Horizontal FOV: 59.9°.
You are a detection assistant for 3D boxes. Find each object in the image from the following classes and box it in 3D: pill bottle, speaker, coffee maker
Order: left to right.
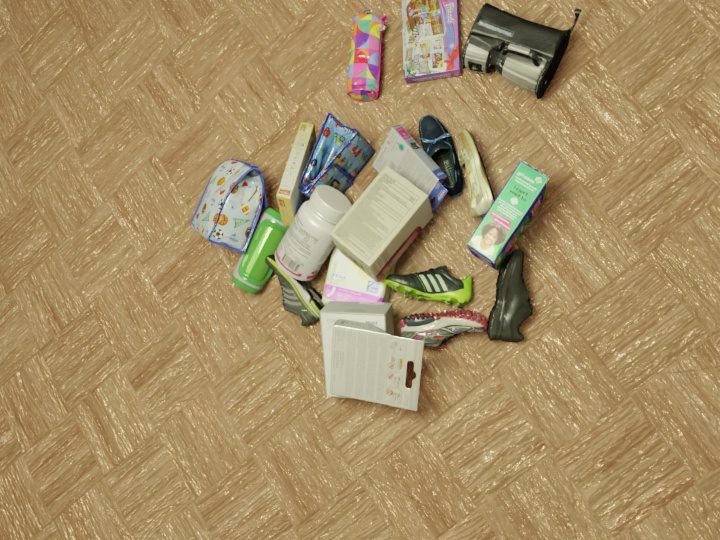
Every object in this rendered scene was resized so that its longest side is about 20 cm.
[{"bbox_3d":[-0.239,-0.048,1.527,0.087,0.088,0.203,28,92,18],"label":"speaker"},{"bbox_3d":[-0.106,-0.086,1.422,0.113,0.113,0.201,45,120,17],"label":"pill bottle"},{"bbox_3d":[0.349,-0.504,1.384,0.197,0.135,0.194,29,69,17],"label":"coffee maker"}]

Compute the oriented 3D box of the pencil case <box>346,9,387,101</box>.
[{"bbox_3d":[0.014,-0.514,1.502,0.086,0.088,0.205,5,87,18],"label":"pencil case"}]

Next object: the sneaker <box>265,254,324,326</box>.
[{"bbox_3d":[-0.165,0.050,1.482,0.081,0.074,0.201,-39,91,17],"label":"sneaker"}]

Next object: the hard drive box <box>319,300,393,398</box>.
[{"bbox_3d":[-0.003,0.178,1.395,0.152,0.077,0.205,2,107,17],"label":"hard drive box"}]

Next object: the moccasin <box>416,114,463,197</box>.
[{"bbox_3d":[0.188,-0.271,1.425,0.079,0.068,0.203,-28,77,12],"label":"moccasin"}]

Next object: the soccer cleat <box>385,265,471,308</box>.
[{"bbox_3d":[0.154,0.026,1.399,0.195,0.068,0.083,12,74,1],"label":"soccer cleat"}]

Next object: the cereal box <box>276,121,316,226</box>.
[{"bbox_3d":[-0.144,-0.220,1.455,0.039,0.145,0.204,13,67,6],"label":"cereal box"}]

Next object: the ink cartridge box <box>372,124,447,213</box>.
[{"bbox_3d":[0.119,-0.217,1.426,0.201,0.041,0.120,52,138,18],"label":"ink cartridge box"}]

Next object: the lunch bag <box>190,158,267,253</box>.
[{"bbox_3d":[-0.310,-0.165,1.515,0.169,0.122,0.204,25,95,54],"label":"lunch bag"}]

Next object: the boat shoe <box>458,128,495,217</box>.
[{"bbox_3d":[0.247,-0.219,1.397,0.062,0.073,0.205,-20,76,17],"label":"boat shoe"}]

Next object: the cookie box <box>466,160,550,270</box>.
[{"bbox_3d":[0.311,-0.110,1.315,0.074,0.171,0.202,33,94,15],"label":"cookie box"}]

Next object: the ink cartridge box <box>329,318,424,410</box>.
[{"bbox_3d":[0.034,0.199,1.326,0.195,0.050,0.165,8,108,11],"label":"ink cartridge box"}]

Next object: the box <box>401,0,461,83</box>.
[{"bbox_3d":[0.167,-0.555,1.479,0.133,0.039,0.205,-3,83,18],"label":"box"}]

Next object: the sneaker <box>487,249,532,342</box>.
[{"bbox_3d":[0.331,0.057,1.346,0.089,0.076,0.205,11,100,6],"label":"sneaker"}]

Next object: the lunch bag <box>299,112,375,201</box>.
[{"bbox_3d":[-0.070,-0.238,1.459,0.093,0.150,0.202,34,94,18],"label":"lunch bag"}]

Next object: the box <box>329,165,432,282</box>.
[{"bbox_3d":[0.048,-0.100,1.363,0.127,0.109,0.201,38,82,23],"label":"box"}]

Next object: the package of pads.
[{"bbox_3d":[0.000,0.000,1.455,0.151,0.068,0.205,13,87,17],"label":"package of pads"}]

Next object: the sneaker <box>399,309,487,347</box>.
[{"bbox_3d":[0.186,0.130,1.382,0.196,0.080,0.077,-7,96,24],"label":"sneaker"}]
